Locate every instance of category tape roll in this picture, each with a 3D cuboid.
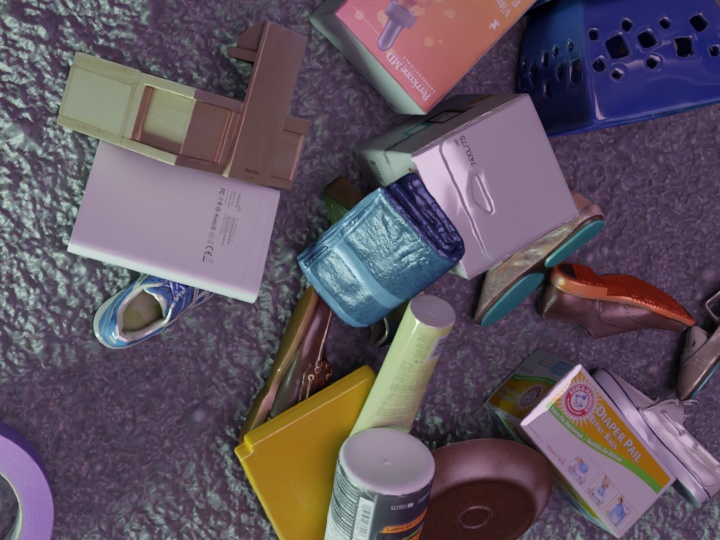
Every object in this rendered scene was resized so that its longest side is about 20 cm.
[{"bbox_3d":[-0.425,0.253,1.347,0.200,0.066,0.200,-2,98,-16],"label":"tape roll"}]

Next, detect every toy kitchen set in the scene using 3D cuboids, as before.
[{"bbox_3d":[-0.171,-0.196,1.362,0.200,0.180,0.163,8,100,-58],"label":"toy kitchen set"}]

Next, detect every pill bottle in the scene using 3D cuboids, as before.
[{"bbox_3d":[0.016,0.279,1.409,0.106,0.106,0.200,-3,126,-17],"label":"pill bottle"}]

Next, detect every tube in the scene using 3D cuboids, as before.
[{"bbox_3d":[0.046,0.112,1.368,0.058,0.052,0.200,24,129,6],"label":"tube"}]

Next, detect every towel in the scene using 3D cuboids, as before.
[{"bbox_3d":[0.017,-0.013,1.333,0.112,0.200,0.049,51,49,-1],"label":"towel"}]

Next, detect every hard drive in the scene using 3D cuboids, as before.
[{"bbox_3d":[-0.194,-0.053,1.355,0.200,0.027,0.132,16,62,-12],"label":"hard drive"}]

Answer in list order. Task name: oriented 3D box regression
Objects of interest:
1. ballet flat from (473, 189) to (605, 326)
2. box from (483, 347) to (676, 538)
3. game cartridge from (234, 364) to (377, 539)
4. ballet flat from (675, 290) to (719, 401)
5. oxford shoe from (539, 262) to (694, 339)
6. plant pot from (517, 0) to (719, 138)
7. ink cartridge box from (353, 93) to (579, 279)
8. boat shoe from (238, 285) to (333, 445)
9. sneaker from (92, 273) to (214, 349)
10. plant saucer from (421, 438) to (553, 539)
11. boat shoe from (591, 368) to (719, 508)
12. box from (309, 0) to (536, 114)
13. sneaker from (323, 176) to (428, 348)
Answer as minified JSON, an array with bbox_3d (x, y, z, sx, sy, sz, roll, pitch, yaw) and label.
[{"bbox_3d":[0.196,-0.018,1.494,0.200,0.068,0.067,-42,66,17],"label":"ballet flat"},{"bbox_3d":[0.259,0.203,1.524,0.101,0.112,0.200,-44,106,-9],"label":"box"},{"bbox_3d":[-0.033,0.223,1.445,0.176,0.032,0.200,-29,125,-12],"label":"game cartridge"},{"bbox_3d":[0.442,0.076,1.599,0.062,0.067,0.200,40,80,10],"label":"ballet flat"},{"bbox_3d":[0.308,0.048,1.551,0.200,0.071,0.073,15,114,-15],"label":"oxford shoe"},{"bbox_3d":[0.288,-0.254,1.433,0.200,0.200,0.180,-12,94,-16],"label":"plant pot"},{"bbox_3d":[0.110,-0.097,1.392,0.146,0.200,0.147,-28,105,-12],"label":"ink cartridge box"},{"bbox_3d":[-0.068,0.117,1.436,0.070,0.070,0.200,22,99,-12],"label":"boat shoe"},{"bbox_3d":[-0.196,0.019,1.379,0.200,0.077,0.076,-43,105,-11],"label":"sneaker"},{"bbox_3d":[0.128,0.273,1.478,0.200,0.037,0.201,-6,131,-6],"label":"plant saucer"},{"bbox_3d":[0.369,0.182,1.550,0.086,0.075,0.202,-39,77,-9],"label":"boat shoe"},{"bbox_3d":[0.073,-0.292,1.405,0.200,0.106,0.152,-47,107,-7],"label":"box"},{"bbox_3d":[0.000,0.000,1.440,0.090,0.067,0.200,-39,109,-14],"label":"sneaker"}]
